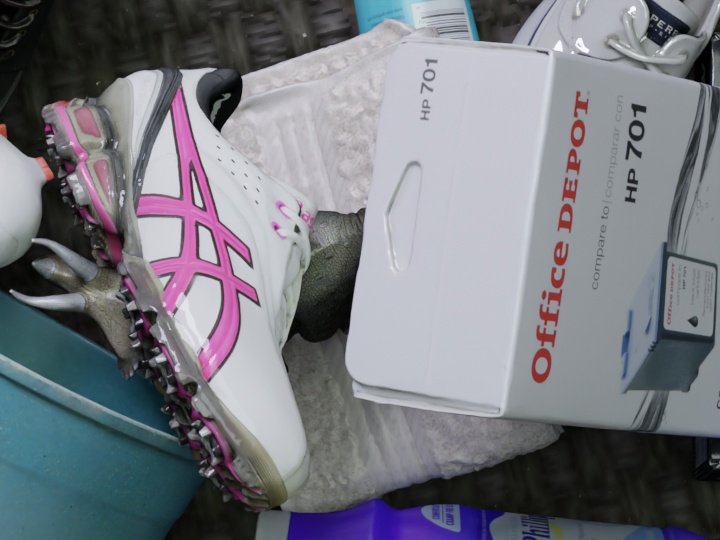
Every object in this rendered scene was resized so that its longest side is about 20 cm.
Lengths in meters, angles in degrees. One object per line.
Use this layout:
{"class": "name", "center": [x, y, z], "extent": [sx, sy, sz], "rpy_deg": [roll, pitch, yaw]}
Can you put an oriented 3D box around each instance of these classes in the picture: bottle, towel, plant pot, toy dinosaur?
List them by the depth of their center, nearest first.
{"class": "plant pot", "center": [-0.184, 0.106, 1.219], "extent": [0.199, 0.200, 0.189], "rpy_deg": [29, 93, 3]}
{"class": "toy dinosaur", "center": [-0.034, 0.007, 1.238], "extent": [0.199, 0.102, 0.077], "rpy_deg": [-13, 87, 13]}
{"class": "bottle", "center": [0.052, 0.136, 1.273], "extent": [0.199, 0.084, 0.066], "rpy_deg": [6, 98, 1]}
{"class": "towel", "center": [0.000, 0.000, 1.299], "extent": [0.132, 0.034, 0.201], "rpy_deg": [-19, 84, 13]}

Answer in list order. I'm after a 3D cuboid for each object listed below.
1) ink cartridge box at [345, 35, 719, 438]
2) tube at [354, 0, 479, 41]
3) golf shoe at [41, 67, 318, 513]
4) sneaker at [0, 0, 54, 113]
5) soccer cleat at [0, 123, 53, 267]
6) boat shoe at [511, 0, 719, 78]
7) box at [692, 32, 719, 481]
{"class": "ink cartridge box", "center": [0.097, -0.009, 1.218], "extent": [0.086, 0.200, 0.147], "rpy_deg": [9, 91, 40]}
{"class": "tube", "center": [0.041, -0.033, 1.330], "extent": [0.077, 0.050, 0.201], "rpy_deg": [-11, 83, 0]}
{"class": "golf shoe", "center": [-0.054, -0.001, 1.154], "extent": [0.092, 0.073, 0.201], "rpy_deg": [-21, 61, -8]}
{"class": "sneaker", "center": [-0.168, -0.118, 1.275], "extent": [0.075, 0.106, 0.201], "rpy_deg": [23, 101, -12]}
{"class": "soccer cleat", "center": [-0.215, -0.066, 1.245], "extent": [0.200, 0.070, 0.077], "rpy_deg": [37, 37, 24]}
{"class": "boat shoe", "center": [0.123, -0.108, 1.325], "extent": [0.072, 0.066, 0.200], "rpy_deg": [40, 69, -18]}
{"class": "box", "center": [0.231, -0.003, 1.334], "extent": [0.159, 0.044, 0.201], "rpy_deg": [3, 78, -3]}
